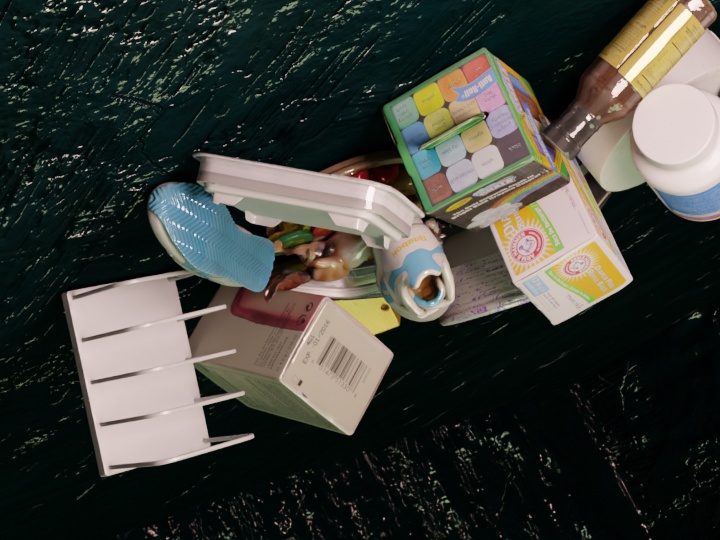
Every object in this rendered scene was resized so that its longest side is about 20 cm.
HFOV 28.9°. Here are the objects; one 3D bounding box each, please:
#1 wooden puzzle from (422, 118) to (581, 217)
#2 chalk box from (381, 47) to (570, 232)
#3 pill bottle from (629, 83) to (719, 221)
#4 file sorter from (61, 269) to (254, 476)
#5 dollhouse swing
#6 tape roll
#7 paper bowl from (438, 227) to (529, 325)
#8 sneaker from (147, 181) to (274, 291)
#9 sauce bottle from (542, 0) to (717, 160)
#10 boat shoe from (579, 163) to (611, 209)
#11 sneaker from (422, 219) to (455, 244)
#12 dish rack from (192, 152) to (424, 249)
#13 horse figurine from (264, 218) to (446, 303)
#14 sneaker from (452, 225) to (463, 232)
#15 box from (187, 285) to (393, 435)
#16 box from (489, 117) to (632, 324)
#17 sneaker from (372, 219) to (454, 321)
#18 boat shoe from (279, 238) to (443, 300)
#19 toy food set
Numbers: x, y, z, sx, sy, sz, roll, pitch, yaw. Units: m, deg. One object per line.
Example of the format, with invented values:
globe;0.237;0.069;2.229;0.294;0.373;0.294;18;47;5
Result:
wooden puzzle;0.180;-0.130;1.681;0.198;0.038;0.185;-14;164;-20
chalk box;0.110;-0.129;1.380;0.124;0.125;0.200;-27;165;17
pill bottle;0.343;-0.125;1.451;0.112;0.113;0.200;-27;161;15
file sorter;-0.211;0.102;1.493;0.138;0.202;0.124;-11;177;-41
dollhouse swing;-0.066;0.012;1.759;0.198;0.176;0.182;-19;127;10
tape roll;0.329;-0.181;1.560;0.201;0.071;0.203;-29;156;-14
paper bowl;0.177;-0.009;1.686;0.199;0.105;0.201;-17;177;-1
sneaker;-0.163;-0.031;1.386;0.080;0.077;0.200;11;164;27
sauce bottle;0.259;-0.195;1.369;0.200;0.065;0.065;-46;163;7
boat shoe;0.305;-0.121;1.733;0.200;0.060;0.074;-43;175;-44
sneaker;0.070;-0.044;1.730;0.099;0.076;0.200;-17;175;-2
dish rack;-0.050;-0.062;1.311;0.198;0.044;0.172;12;176;16
horse figurine;-0.015;-0.027;1.502;0.199;0.050;0.133;-29;161;9
sneaker;0.175;-0.070;1.819;0.074;0.082;0.200;32;149;-23
box;-0.084;0.095;1.572;0.199;0.109;0.128;8;154;50
box;0.198;-0.062;1.510;0.101;0.201;0.112;-31;142;16
sneaker;0.062;0.017;1.492;0.076;0.081;0.200;-29;154;0
boat shoe;0.001;0.000;1.599;0.200;0.065;0.074;-5;177;-10
toy food set;-0.013;-0.070;1.548;0.197;0.049;0.199;-31;165;27
